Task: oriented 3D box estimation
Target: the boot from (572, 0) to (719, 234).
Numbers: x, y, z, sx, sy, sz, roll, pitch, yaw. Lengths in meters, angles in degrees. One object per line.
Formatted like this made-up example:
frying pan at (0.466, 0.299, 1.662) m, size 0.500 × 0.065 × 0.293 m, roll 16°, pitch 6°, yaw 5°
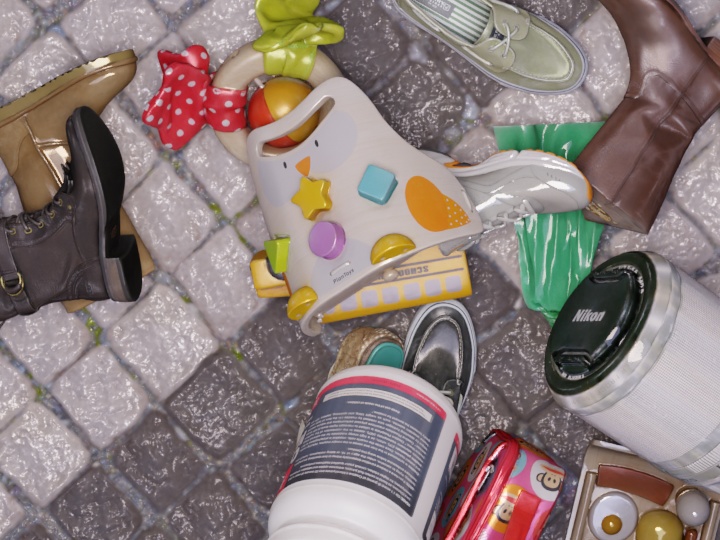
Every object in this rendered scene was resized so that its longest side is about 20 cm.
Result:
boot at (0.231, -0.153, 1.664) m, size 0.186 × 0.064 × 0.201 m, roll 35°, pitch 85°, yaw -6°

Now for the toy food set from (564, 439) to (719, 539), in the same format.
toy food set at (0.268, 0.270, 1.753) m, size 0.142 × 0.060 × 0.202 m, roll 12°, pitch 99°, yaw -1°

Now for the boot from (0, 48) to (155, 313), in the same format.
boot at (-0.243, -0.085, 1.712) m, size 0.174 × 0.066 × 0.201 m, roll -25°, pitch 97°, yaw 17°

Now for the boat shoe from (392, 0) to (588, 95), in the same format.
boat shoe at (0.116, -0.215, 1.679) m, size 0.199 × 0.062 × 0.072 m, roll 24°, pitch 99°, yaw -3°

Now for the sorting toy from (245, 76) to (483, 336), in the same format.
sorting toy at (-0.026, -0.065, 1.610) m, size 0.199 × 0.107 × 0.181 m, roll -33°, pitch 74°, yaw 28°

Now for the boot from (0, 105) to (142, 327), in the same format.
boot at (-0.298, -0.042, 1.666) m, size 0.173 × 0.069 × 0.202 m, roll -5°, pitch 105°, yaw 13°

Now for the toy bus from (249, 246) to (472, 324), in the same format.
toy bus at (0.000, 0.000, 1.716) m, size 0.198 × 0.065 × 0.079 m, roll -11°, pitch 100°, yaw 3°

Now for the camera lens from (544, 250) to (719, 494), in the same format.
camera lens at (0.278, 0.090, 1.651) m, size 0.199 × 0.160 × 0.160 m, roll 32°, pitch 99°, yaw -21°

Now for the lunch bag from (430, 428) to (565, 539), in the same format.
lunch bag at (0.114, 0.251, 1.688) m, size 0.082 × 0.176 × 0.201 m, roll 28°, pitch 89°, yaw -6°

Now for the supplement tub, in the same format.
supplement tub at (0.001, 0.196, 1.604) m, size 0.139 × 0.201 × 0.141 m, roll 12°, pitch 137°, yaw 12°

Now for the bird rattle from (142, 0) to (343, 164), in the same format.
bird rattle at (-0.089, -0.157, 1.672) m, size 0.199 × 0.113 × 0.163 m, roll -36°, pitch 113°, yaw 9°

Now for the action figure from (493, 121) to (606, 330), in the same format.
action figure at (0.183, -0.036, 1.710) m, size 0.117 × 0.055 × 0.202 m, roll -2°, pitch 95°, yaw 0°

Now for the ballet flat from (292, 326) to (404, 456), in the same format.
ballet flat at (-0.021, 0.142, 1.742) m, size 0.070 × 0.065 × 0.201 m, roll 25°, pitch 96°, yaw -35°

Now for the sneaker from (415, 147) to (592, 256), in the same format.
sneaker at (0.109, -0.053, 1.643) m, size 0.198 × 0.076 × 0.093 m, roll 1°, pitch 62°, yaw 23°

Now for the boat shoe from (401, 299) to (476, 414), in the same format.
boat shoe at (0.068, 0.126, 1.730) m, size 0.071 × 0.071 × 0.202 m, roll 9°, pitch 99°, yaw 0°
